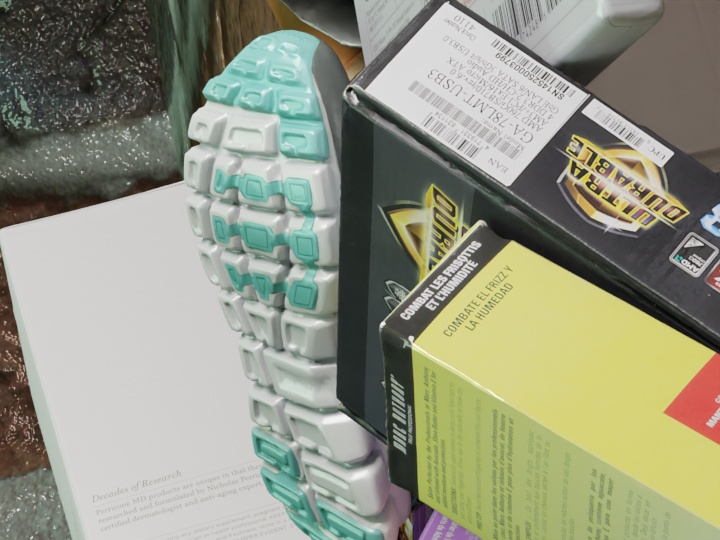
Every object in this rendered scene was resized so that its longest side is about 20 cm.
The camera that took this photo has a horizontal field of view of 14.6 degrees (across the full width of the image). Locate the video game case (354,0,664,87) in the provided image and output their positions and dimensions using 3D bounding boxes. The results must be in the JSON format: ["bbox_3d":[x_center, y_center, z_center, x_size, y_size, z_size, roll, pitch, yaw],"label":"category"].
[{"bbox_3d":[0.030,-0.128,0.840,0.200,0.022,0.183,137,125,-69],"label":"video game case"}]

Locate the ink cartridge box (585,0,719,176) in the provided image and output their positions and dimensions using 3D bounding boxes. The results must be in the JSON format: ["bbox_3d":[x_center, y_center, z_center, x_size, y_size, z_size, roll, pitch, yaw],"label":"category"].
[{"bbox_3d":[0.085,-0.051,0.916,0.200,0.085,0.147,101,157,-64],"label":"ink cartridge box"}]

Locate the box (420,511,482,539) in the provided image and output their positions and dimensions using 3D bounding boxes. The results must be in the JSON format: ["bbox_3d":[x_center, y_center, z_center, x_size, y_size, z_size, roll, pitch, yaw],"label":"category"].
[{"bbox_3d":[0.016,0.168,0.893,0.200,0.039,0.138,-53,-26,-67],"label":"box"}]

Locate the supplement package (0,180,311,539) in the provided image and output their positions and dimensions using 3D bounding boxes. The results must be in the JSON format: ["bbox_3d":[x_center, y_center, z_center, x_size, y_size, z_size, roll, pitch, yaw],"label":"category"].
[{"bbox_3d":[-0.069,0.076,1.190,0.122,0.119,0.201,86,166,-52],"label":"supplement package"}]

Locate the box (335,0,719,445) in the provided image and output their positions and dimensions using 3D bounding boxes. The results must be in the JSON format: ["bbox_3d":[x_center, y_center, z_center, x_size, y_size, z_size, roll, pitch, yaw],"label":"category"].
[{"bbox_3d":[0.082,0.038,0.819,0.198,0.050,0.200,37,156,17],"label":"box"}]

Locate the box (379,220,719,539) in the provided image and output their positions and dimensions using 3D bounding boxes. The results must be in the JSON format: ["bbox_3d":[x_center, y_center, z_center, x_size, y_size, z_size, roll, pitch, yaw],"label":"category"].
[{"bbox_3d":[0.097,0.067,0.722,0.199,0.050,0.075,30,148,26],"label":"box"}]

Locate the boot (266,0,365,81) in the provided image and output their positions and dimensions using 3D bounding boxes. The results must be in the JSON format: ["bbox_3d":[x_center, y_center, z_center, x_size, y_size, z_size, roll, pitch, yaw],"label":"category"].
[{"bbox_3d":[-0.023,-0.116,1.088,0.155,0.201,0.077,30,175,33],"label":"boot"}]

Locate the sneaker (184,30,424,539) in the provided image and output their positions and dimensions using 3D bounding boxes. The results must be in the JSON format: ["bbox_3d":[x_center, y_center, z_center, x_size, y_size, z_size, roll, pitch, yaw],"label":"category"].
[{"bbox_3d":[0.000,0.000,0.971,0.077,0.091,0.201,23,135,40],"label":"sneaker"}]

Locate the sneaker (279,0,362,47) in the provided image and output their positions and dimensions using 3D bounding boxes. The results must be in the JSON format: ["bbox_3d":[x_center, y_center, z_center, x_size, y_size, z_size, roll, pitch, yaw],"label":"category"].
[{"bbox_3d":[-0.015,-0.161,1.033,0.060,0.104,0.201,67,-156,-48],"label":"sneaker"}]

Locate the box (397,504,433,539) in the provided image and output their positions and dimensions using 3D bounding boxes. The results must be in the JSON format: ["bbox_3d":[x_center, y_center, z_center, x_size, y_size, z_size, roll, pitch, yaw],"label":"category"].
[{"bbox_3d":[0.009,0.043,1.173,0.137,0.039,0.201,89,164,-47],"label":"box"}]
